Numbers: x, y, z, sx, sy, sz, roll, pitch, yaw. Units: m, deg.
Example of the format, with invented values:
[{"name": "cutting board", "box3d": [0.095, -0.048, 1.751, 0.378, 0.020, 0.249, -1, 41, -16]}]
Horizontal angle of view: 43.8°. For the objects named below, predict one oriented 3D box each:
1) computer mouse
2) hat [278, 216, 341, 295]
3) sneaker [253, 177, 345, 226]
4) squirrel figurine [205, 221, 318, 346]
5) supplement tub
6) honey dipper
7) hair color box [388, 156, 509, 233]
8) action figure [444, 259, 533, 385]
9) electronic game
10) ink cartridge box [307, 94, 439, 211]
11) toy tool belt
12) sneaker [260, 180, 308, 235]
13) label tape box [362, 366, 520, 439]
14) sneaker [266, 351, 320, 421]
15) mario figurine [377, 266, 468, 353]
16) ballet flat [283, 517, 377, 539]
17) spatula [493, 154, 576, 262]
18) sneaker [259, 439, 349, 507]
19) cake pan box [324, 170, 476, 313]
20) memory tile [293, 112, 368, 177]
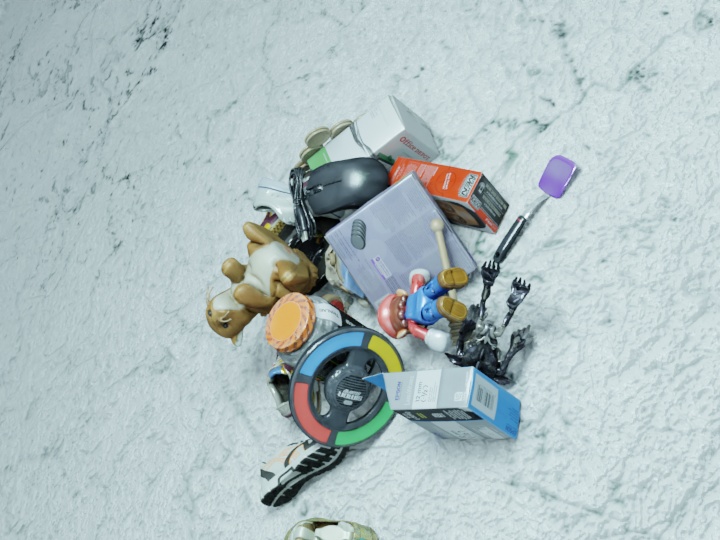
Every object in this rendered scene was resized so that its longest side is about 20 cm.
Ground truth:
[{"name": "computer mouse", "box3d": [-0.046, -0.139, 1.556, 0.197, 0.053, 0.141, -15, 77, 26]}, {"name": "hat", "box3d": [-0.097, -0.011, 1.691, 0.198, 0.081, 0.203, -19, 49, 23]}, {"name": "sneaker", "box3d": [-0.116, -0.116, 1.682, 0.198, 0.073, 0.072, 18, 86, 32]}, {"name": "squirrel figurine", "box3d": [-0.172, 0.040, 1.538, 0.142, 0.199, 0.187, 45, 102, 21]}, {"name": "supplement tub", "box3d": [-0.059, 0.121, 1.486, 0.121, 0.199, 0.124, -21, 53, 30]}, {"name": "honey dipper", "box3d": [0.143, 0.017, 1.418, 0.038, 0.038, 0.204, -13, 87, 36]}, {"name": "hair color box", "box3d": [0.144, -0.130, 1.525, 0.198, 0.101, 0.062, 17, 73, 47]}, {"name": "action figure", "box3d": [0.200, 0.092, 1.344, 0.118, 0.102, 0.203, 25, 124, 20]}, {"name": "electronic game", "box3d": [-0.020, 0.185, 1.417, 0.201, 0.199, 0.042, -55, 28, 0]}, {"name": "ink cartridge box", "box3d": [0.026, -0.208, 1.639, 0.199, 0.145, 0.085, -36, 62, 21]}, {"name": "toy tool belt", "box3d": [0.000, 0.000, 1.565, 0.122, 0.124, 0.203, 10, 73, 53]}, {"name": "sneaker", "box3d": [-0.137, -0.125, 1.787, 0.200, 0.075, 0.090, -44, 38, 6]}, {"name": "label tape box", "box3d": [0.116, 0.200, 1.323, 0.198, 0.143, 0.067, -11, 58, 37]}, {"name": "sneaker", "box3d": [-0.126, 0.174, 1.596, 0.075, 0.090, 0.202, -35, 47, 21]}, {"name": "mario figurine", "box3d": [0.109, 0.058, 1.393, 0.124, 0.106, 0.199, -49, 11, -29]}, {"name": "ballet flat", "box3d": [-0.063, 0.421, 1.410, 0.198, 0.070, 0.072, -11, 59, 38]}, {"name": "spatula", "box3d": [0.275, -0.097, 1.446, 0.201, 0.020, 0.056, -54, 44, 4]}, {"name": "sneaker", "box3d": [-0.101, 0.313, 1.505, 0.199, 0.073, 0.081, -37, 44, 19]}, {"name": "cake pan box", "box3d": [0.069, -0.032, 1.478, 0.183, 0.201, 0.052, -35, 4, 17]}, {"name": "memory tile", "box3d": [-0.026, -0.239, 1.665, 0.017, 0.197, 0.154, 61, 155, 19]}]
